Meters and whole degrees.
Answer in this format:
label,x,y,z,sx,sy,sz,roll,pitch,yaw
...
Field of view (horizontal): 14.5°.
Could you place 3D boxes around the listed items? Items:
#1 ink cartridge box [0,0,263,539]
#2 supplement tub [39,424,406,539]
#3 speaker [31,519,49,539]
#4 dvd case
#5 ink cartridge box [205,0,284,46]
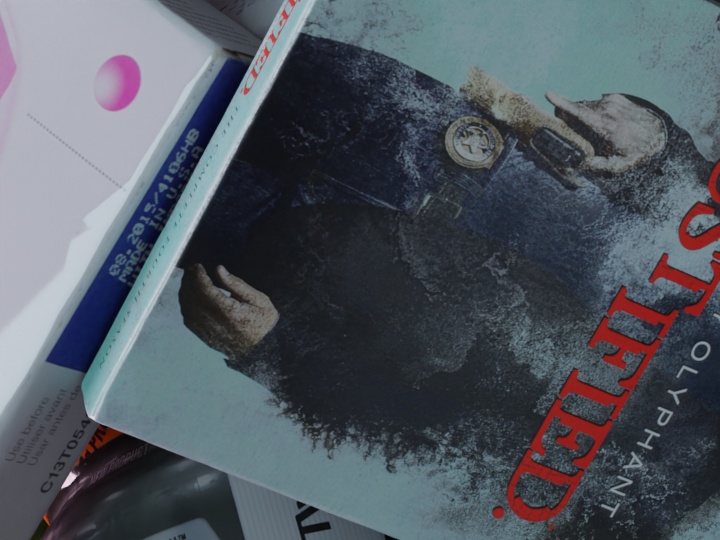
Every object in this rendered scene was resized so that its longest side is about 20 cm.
label,x,y,z,sx,sy,sz,roll,pitch,yaw
ink cartridge box,-0.136,-0.014,0.688,0.200,0.043,0.197,36,101,32
supplement tub,-0.011,0.121,0.684,0.123,0.122,0.200,-38,59,39
speaker,-0.115,0.096,0.787,0.088,0.088,0.200,-11,116,44
dvd case,0.058,0.006,0.635,0.146,0.200,0.022,-60,22,17
ink cartridge box,0.000,0.000,0.724,0.200,0.161,0.050,-31,29,38
